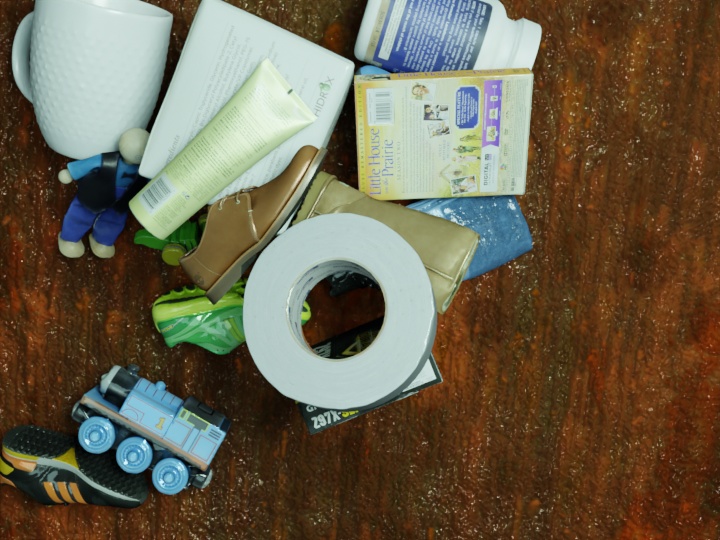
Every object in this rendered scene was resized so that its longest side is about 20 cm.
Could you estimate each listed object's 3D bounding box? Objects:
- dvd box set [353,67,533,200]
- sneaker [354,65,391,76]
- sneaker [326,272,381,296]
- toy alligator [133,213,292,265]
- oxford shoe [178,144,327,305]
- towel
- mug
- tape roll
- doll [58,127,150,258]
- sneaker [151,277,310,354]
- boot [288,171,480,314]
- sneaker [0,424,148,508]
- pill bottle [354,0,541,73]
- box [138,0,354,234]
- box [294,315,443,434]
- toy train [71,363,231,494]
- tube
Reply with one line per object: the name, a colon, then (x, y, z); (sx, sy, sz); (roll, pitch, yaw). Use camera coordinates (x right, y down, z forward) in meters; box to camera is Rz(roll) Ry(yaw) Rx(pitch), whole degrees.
dvd box set: (0.093, -0.154, 0.903); (0.198, 0.029, 0.148); (-3, 120, 1)
sneaker: (0.087, -0.194, 0.936); (0.199, 0.066, 0.078); (33, 126, -19)
sneaker: (0.000, 0.000, 0.995); (0.104, 0.060, 0.200); (-45, 92, 4)
toy alligator: (-0.181, -0.033, 0.990); (0.198, 0.060, 0.054); (-3, 141, -1)
oxford shoe: (-0.110, -0.056, 0.780); (0.071, 0.071, 0.200); (42, 106, -6)
towel: (0.108, -0.039, 0.956); (0.199, 0.049, 0.112); (-22, 83, -15)
mug: (-0.326, -0.232, 0.916); (0.199, 0.147, 0.177); (23, 112, 18)
tape roll: (-0.020, 0.045, 0.821); (0.198, 0.066, 0.202); (-2, 78, 9)
doll: (-0.289, -0.094, 0.928); (0.200, 0.136, 0.049); (-50, 53, 39)
sneaker: (-0.161, 0.060, 1.003); (0.198, 0.074, 0.084); (-2, 120, 0)
boot: (0.010, -0.002, 0.889); (0.199, 0.066, 0.176); (26, 95, 12)
sneaker: (-0.378, 0.277, 1.036); (0.199, 0.070, 0.091); (22, 113, -4)
pill bottle: (0.101, -0.273, 0.920); (0.198, 0.116, 0.117); (18, 99, -3)
box: (-0.119, -0.171, 0.890); (0.170, 0.199, 0.201); (24, 100, -5)
box: (0.007, 0.112, 0.940); (0.159, 0.200, 0.050); (-24, 101, 4)
toy train: (-0.268, 0.201, 1.013); (0.199, 0.087, 0.115); (30, 89, -3)
tube: (-0.140, -0.113, 0.781); (0.200, 0.052, 0.058); (-42, 140, 6)
